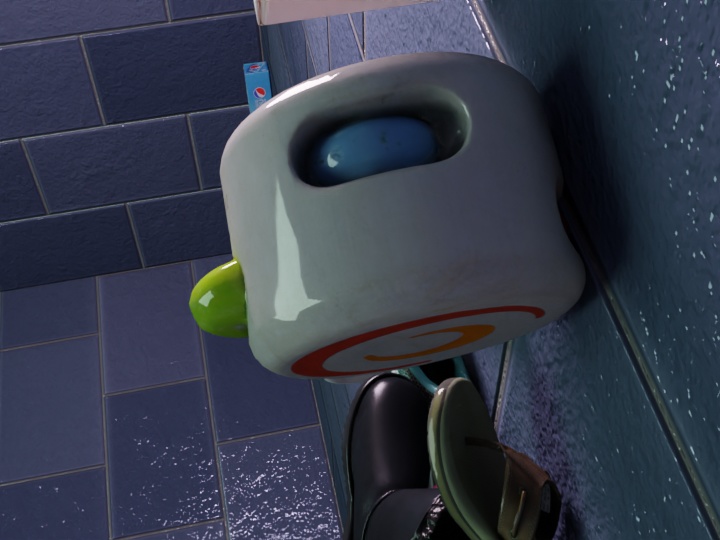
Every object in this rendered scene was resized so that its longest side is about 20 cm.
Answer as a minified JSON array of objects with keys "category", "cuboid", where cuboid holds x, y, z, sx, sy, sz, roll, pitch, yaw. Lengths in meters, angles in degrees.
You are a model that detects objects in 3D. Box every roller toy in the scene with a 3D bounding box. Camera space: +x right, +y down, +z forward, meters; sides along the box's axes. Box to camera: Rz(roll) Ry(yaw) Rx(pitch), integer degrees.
[{"category":"roller toy","cuboid":[0.021,-0.028,0.546,0.182,0.199,0.141,-27,70,46]}]

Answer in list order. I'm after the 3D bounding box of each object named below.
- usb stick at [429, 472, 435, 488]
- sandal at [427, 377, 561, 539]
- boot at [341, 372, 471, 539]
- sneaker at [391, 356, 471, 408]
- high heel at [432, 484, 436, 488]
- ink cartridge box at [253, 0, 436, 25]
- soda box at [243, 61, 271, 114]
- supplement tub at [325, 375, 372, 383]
[{"category":"usb stick","cuboid":[0.077,0.198,1.000,0.055,0.032,0.201,-101,2,-82]},{"category":"sandal","cuboid":[0.104,0.157,0.640,0.080,0.057,0.202,-18,-99,-60]},{"category":"boot","cuboid":[0.044,0.166,0.741,0.168,0.076,0.202,151,131,-64]},{"category":"sneaker","cuboid":[0.047,0.039,0.865,0.201,0.077,0.091,64,163,7]},{"category":"high heel","cuboid":[0.046,0.239,0.964,0.199,0.067,0.097,-17,90,49]},{"category":"ink cartridge box","cuboid":[-0.008,-0.261,0.601,0.084,0.144,0.202,154,106,-83]},{"category":"soda box","cuboid":[-0.285,-0.486,2.874,0.064,0.067,0.201,-107,10,-50]},{"category":"supplement tub","cuboid":[0.000,0.000,0.989,0.123,0.122,0.201,99,161,-69]}]
